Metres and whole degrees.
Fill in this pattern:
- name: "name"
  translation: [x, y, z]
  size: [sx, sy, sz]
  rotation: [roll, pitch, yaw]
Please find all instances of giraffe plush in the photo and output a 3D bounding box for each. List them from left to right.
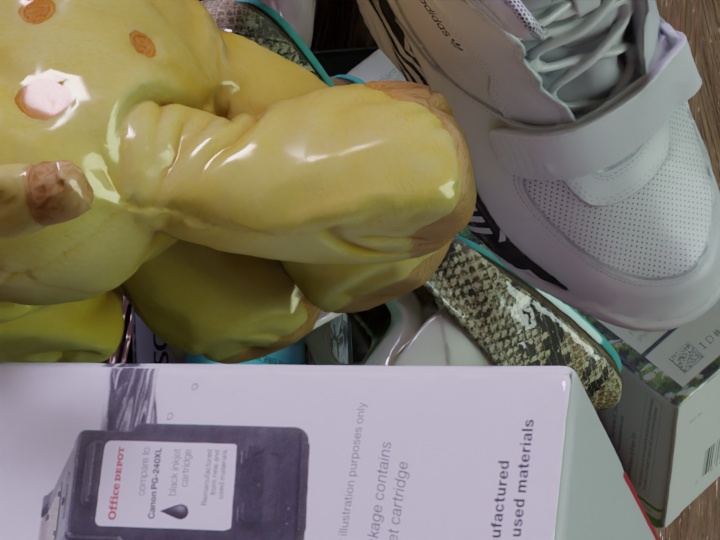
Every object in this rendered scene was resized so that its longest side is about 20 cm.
- name: "giraffe plush"
  translation: [-0.076, -0.068, 0.689]
  size: [0.199, 0.172, 0.163]
  rotation: [2, 71, -39]

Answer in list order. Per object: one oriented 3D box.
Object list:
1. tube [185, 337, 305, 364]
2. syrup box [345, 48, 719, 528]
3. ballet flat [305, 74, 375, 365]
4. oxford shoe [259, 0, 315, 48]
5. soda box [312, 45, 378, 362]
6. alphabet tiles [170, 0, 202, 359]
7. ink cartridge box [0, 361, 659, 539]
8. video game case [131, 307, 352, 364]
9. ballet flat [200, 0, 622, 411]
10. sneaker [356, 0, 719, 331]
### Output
- name: "tube"
  translation: [-0.046, 0.108, 0.822]
  size: [0.077, 0.050, 0.201]
  rotation: [32, 64, -69]
- name: "syrup box"
  translation: [0.069, -0.005, 0.963]
  size: [0.079, 0.200, 0.082]
  rotation: [-37, 149, -25]
- name: "ballet flat"
  translation: [0.018, 0.025, 0.909]
  size: [0.072, 0.068, 0.201]
  rotation: [-38, 101, -35]
- name: "oxford shoe"
  translation: [-0.022, -0.154, 0.942]
  size: [0.071, 0.072, 0.201]
  rotation: [61, 23, -53]
- name: "soda box"
  translation: [0.021, 0.004, 1.089]
  size: [0.063, 0.070, 0.202]
  rotation: [-6, 92, -75]
- name: "alphabet tiles"
  translation: [-0.064, -0.064, 0.864]
  size: [0.167, 0.006, 0.201]
  rotation: [-70, 144, -65]
- name: "ink cartridge box"
  translation: [-0.029, 0.087, 0.674]
  size: [0.145, 0.199, 0.084]
  rotation: [56, 38, -60]
- name: "video game case"
  translation: [-0.038, 0.081, 0.949]
  size: [0.200, 0.025, 0.182]
  rotation: [17, 70, -73]
- name: "ballet flat"
  translation: [0.000, 0.000, 0.837]
  size: [0.200, 0.068, 0.075]
  rotation: [45, 60, -16]
- name: "sneaker"
  translation: [0.054, -0.061, 0.678]
  size: [0.201, 0.075, 0.115]
  rotation: [58, -12, -17]
